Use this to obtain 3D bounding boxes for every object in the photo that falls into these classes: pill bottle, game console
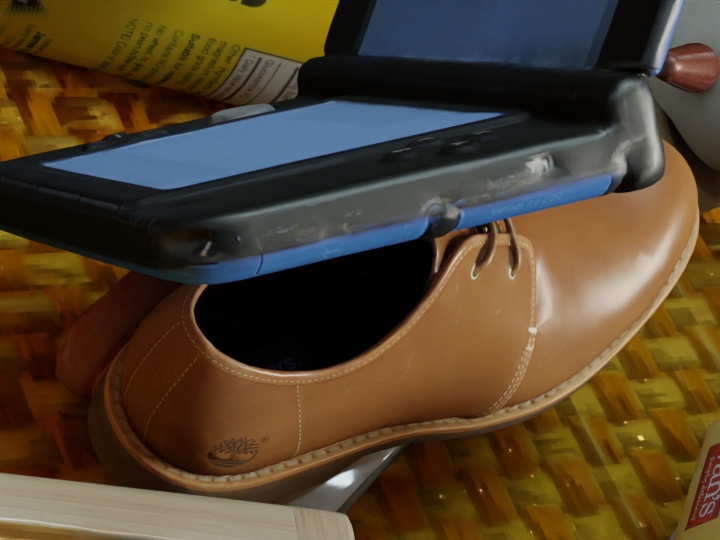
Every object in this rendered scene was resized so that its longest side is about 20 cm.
[{"bbox_3d":[-0.038,-0.109,0.849,0.200,0.113,0.113,13,44,-18],"label":"pill bottle"},{"bbox_3d":[-0.005,-0.076,0.678,0.170,0.200,0.119,-13,99,-20],"label":"game console"}]

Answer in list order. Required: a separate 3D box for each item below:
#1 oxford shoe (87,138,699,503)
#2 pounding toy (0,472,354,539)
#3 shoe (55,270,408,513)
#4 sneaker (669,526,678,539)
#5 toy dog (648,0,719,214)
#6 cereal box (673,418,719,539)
[{"bbox_3d":[0.025,0.002,0.720,0.200,0.071,0.071,-26,70,-35],"label":"oxford shoe"},{"bbox_3d":[-0.089,0.130,0.567,0.200,0.142,0.184,9,45,-22],"label":"pounding toy"},{"bbox_3d":[0.000,0.000,0.795,0.091,0.072,0.200,42,47,5],"label":"shoe"},{"bbox_3d":[0.158,0.036,0.819,0.077,0.111,0.200,38,42,9],"label":"sneaker"},{"bbox_3d":[0.110,-0.111,0.906,0.096,0.132,0.200,24,33,-53],"label":"toy dog"},{"bbox_3d":[0.150,0.144,0.697,0.200,0.039,0.144,38,52,-21],"label":"cereal box"}]
